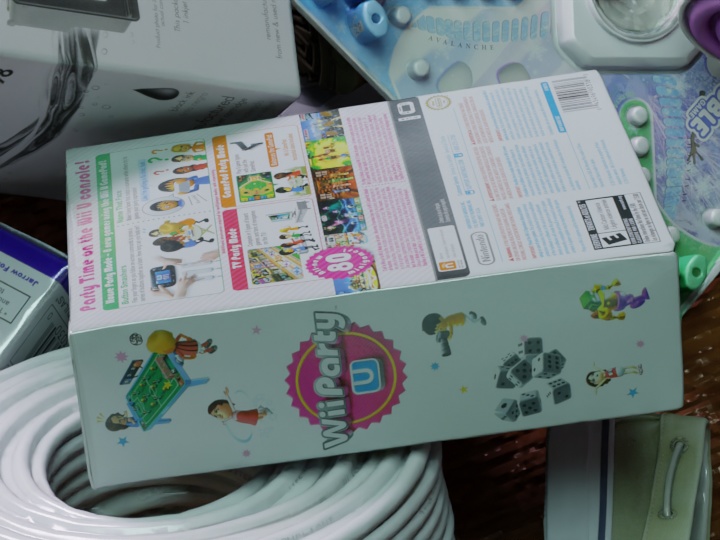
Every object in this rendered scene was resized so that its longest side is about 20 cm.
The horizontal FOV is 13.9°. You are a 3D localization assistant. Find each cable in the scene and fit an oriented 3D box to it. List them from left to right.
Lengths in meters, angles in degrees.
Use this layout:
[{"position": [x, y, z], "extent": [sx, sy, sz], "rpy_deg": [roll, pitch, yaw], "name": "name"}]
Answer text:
[{"position": [-0.068, 0.087, 1.008], "extent": [0.199, 0.069, 0.200], "rpy_deg": [-15, 28, -23], "name": "cable"}]

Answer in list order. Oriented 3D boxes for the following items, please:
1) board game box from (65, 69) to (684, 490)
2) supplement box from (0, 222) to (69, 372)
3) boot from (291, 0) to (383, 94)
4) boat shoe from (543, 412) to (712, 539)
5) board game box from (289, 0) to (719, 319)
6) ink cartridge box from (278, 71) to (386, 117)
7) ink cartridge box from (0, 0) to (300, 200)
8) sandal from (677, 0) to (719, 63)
[{"position": [0.000, 0.000, 1.017], "extent": [0.199, 0.064, 0.148], "rpy_deg": [-7, 27, -2], "name": "board game box"}, {"position": [-0.188, 0.078, 1.111], "extent": [0.103, 0.101, 0.200], "rpy_deg": [25, 69, 24], "name": "supplement box"}, {"position": [0.028, -0.175, 1.184], "extent": [0.200, 0.066, 0.175], "rpy_deg": [-30, 54, -15], "name": "boot"}, {"position": [0.099, 0.132, 1.035], "extent": [0.062, 0.072, 0.201], "rpy_deg": [-7, 57, 11], "name": "boat shoe"}, {"position": [0.106, -0.108, 1.126], "extent": [0.200, 0.026, 0.200], "rpy_deg": [45, 74, -10], "name": "board game box"}, {"position": [-0.051, -0.117, 1.225], "extent": [0.199, 0.041, 0.200], "rpy_deg": [15, 65, 20], "name": "ink cartridge box"}, {"position": [-0.137, -0.081, 1.079], "extent": [0.199, 0.116, 0.067], "rpy_deg": [6, 66, -30], "name": "ink cartridge box"}, {"position": [0.203, -0.046, 1.091], "extent": [0.202, 0.083, 0.050], "rpy_deg": [28, 68, 7], "name": "sandal"}]
